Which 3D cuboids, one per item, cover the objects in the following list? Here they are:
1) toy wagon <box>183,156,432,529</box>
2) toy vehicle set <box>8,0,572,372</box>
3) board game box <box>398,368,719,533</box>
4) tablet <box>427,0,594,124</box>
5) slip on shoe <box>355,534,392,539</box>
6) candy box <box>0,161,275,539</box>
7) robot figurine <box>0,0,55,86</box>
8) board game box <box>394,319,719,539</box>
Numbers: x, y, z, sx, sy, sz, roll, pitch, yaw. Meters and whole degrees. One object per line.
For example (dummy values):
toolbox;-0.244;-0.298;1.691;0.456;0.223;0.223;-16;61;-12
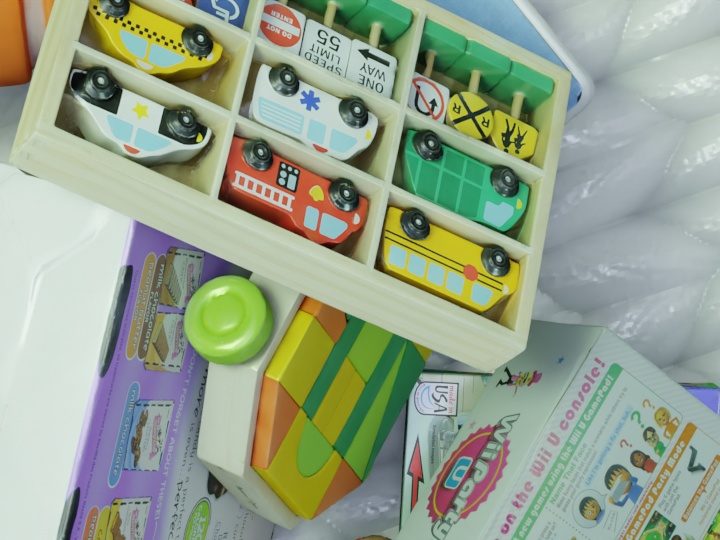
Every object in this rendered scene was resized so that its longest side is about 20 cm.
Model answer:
toy wagon;0.000;0.000;1.059;0.039;0.155;0.201;23;75;25
toy vehicle set;-0.020;-0.056;0.972;0.199;0.026;0.125;23;58;-20
board game box;0.081;0.145;1.139;0.133;0.029;0.202;3;91;0
tablet;-0.009;-0.113;1.118;0.130;0.014;0.200;-39;93;22
slip on shoe;-0.039;0.188;1.119;0.074;0.061;0.200;35;109;-22
candy box;-0.090;0.055;1.044;0.071;0.200;0.169;13;91;21
robot figurine;-0.163;-0.126;1.031;0.198;0.117;0.145;-5;114;-4
board game box;0.115;0.135;1.075;0.200;0.064;0.148;38;76;-25
